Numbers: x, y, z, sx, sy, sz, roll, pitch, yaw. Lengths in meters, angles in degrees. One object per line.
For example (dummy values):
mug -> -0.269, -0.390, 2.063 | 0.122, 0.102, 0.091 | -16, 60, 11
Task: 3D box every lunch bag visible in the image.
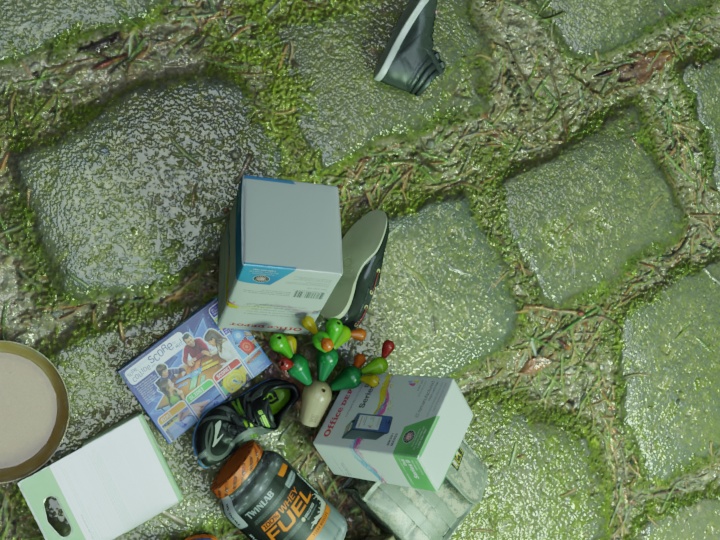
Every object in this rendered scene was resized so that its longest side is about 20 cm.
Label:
lunch bag -> 0.100, 0.332, 1.533 | 0.164, 0.117, 0.200 | 47, 72, -14

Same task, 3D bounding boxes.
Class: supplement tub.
supplement tub -> -0.125, 0.361, 1.457 | 0.200, 0.122, 0.123 | 45, 77, -11

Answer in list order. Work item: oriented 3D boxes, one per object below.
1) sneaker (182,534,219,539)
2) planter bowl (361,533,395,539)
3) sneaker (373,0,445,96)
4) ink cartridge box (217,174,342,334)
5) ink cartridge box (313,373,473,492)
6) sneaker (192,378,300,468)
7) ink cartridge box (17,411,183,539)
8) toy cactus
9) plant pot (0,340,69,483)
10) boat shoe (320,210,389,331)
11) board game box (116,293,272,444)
sneaker -> -0.295, 0.446, 1.423 | 0.197, 0.078, 0.077 | -19, 93, -17
planter bowl -> 0.016, 0.485, 1.466 | 0.197, 0.200, 0.137 | -16, 84, -17
sneaker -> 0.106, -0.379, 1.586 | 0.098, 0.071, 0.203 | 29, 86, -16
ink cartridge box -> -0.123, -0.017, 1.411 | 0.144, 0.201, 0.149 | 6, 60, -17
ink cartridge box -> 0.048, 0.238, 1.453 | 0.088, 0.197, 0.146 | 58, 48, -33
sneaker -> -0.170, 0.220, 1.443 | 0.198, 0.082, 0.072 | -33, 100, -36
ink cartridge box -> -0.379, 0.321, 1.417 | 0.198, 0.048, 0.148 | -27, 96, -16
toy cactus -> -0.048, 0.156, 1.446 | 0.197, 0.102, 0.168 | 11, 101, -34
plant pot -> -0.521, 0.203, 1.388 | 0.196, 0.027, 0.205 | 1, 88, -18
boat shoe -> -0.002, 0.000, 1.542 | 0.063, 0.073, 0.204 | 44, 62, -48
board game box -> -0.252, 0.147, 1.469 | 0.199, 0.034, 0.137 | -37, 99, -16
